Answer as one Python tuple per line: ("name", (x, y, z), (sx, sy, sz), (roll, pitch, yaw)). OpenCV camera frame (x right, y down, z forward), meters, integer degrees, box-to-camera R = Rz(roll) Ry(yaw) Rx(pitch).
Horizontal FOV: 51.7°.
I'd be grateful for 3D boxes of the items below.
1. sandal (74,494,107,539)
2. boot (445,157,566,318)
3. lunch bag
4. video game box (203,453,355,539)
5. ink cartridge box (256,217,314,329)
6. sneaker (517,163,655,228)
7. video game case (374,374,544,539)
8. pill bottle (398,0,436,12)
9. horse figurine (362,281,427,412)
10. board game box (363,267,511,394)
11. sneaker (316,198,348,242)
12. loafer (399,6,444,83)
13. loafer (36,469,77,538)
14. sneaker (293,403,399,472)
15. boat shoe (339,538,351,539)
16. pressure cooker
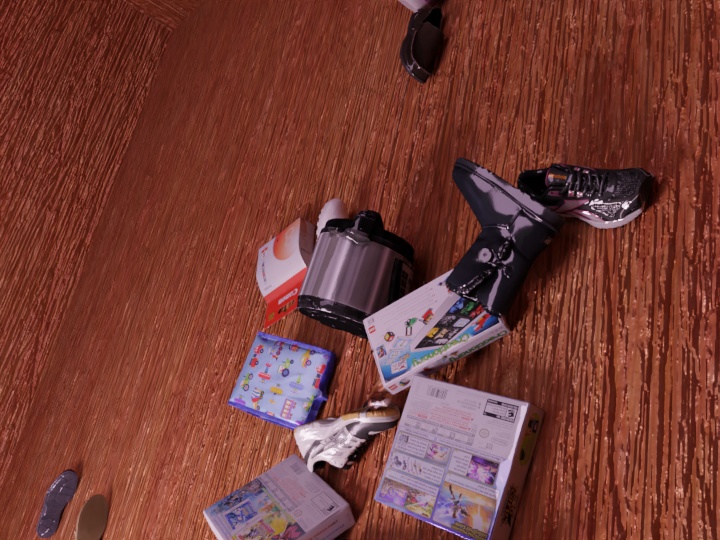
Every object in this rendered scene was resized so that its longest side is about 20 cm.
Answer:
("sandal", (-0.675, 0.658, 1.808), (0.069, 0.077, 0.214), (-28, 50, 33))
("boot", (0.165, -0.047, 1.041), (0.200, 0.076, 0.169), (40, 99, 34))
("lunch bag", (-0.131, 0.209, 1.375), (0.199, 0.094, 0.152), (6, 68, 46))
("video game box", (-0.132, 0.391, 1.175), (0.181, 0.047, 0.199), (-26, 23, -23))
("ink cartridge box", (-0.170, 0.006, 1.603), (0.162, 0.050, 0.202), (-33, 39, 38))
("sneaker", (0.291, -0.107, 0.999), (0.199, 0.086, 0.081), (-3, 66, 53))
("video game case", (0.127, 0.247, 0.984), (0.199, 0.045, 0.183), (6, 71, 47))
("pill bottle", (0.151, -0.656, 1.578), (0.201, 0.112, 0.112), (-55, 33, 13))
("horse figurine", (0.078, 0.121, 1.148), (0.132, 0.050, 0.202), (-15, 53, 33))
("board game box", (0.108, 0.081, 1.097), (0.199, 0.035, 0.127), (-30, 50, 14))
("sneaker", (-0.040, -0.053, 1.455), (0.080, 0.076, 0.202), (-15, 59, 35))
("loafer", (0.130, -0.467, 1.504), (0.071, 0.073, 0.202), (-29, 45, 43))
("loafer", (-0.858, 0.646, 2.087), (0.063, 0.071, 0.202), (22, 88, 62))
("sneaker", (-0.013, 0.269, 1.183), (0.199, 0.075, 0.089), (-22, 79, 33))
("boat shoe", (0.026, 0.393, 1.024), (0.199, 0.066, 0.058), (-28, 50, 47))
("pressure cooker", (-0.003, -0.001, 1.251), (0.175, 0.178, 0.202), (-4, 64, 57))
